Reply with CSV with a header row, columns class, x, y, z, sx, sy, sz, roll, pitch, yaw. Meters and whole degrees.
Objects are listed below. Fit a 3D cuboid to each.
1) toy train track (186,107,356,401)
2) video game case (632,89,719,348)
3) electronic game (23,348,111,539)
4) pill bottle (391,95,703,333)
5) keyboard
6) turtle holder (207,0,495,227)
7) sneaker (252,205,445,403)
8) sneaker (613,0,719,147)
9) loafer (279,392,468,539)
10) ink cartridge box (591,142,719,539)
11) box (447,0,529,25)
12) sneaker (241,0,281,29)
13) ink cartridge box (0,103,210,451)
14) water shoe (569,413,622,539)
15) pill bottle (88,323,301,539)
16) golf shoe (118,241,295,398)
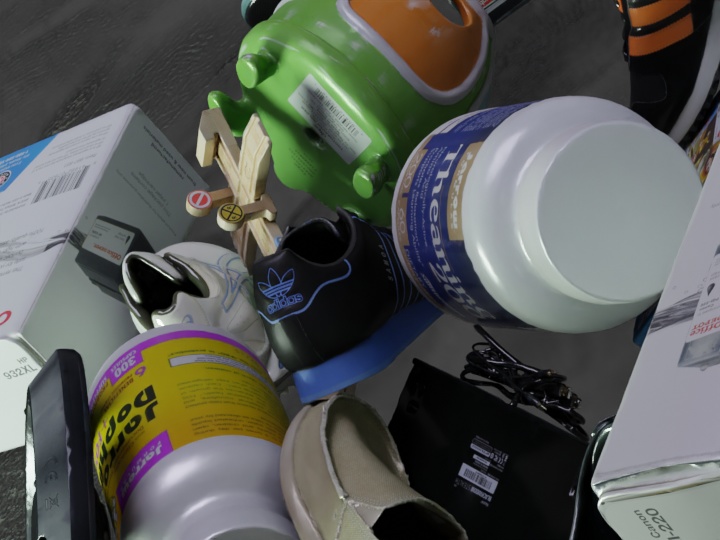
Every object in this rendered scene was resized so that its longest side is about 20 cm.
class,x,y,z,sx,sy,sz,roll,pitch,yaw
toy train track,-0.056,-0.005,1.626,0.032,0.115,0.201,-15,56,-19
video game case,0.190,-0.069,1.414,0.200,0.018,0.144,-57,11,44
electronic game,-0.145,0.139,1.499,0.041,0.201,0.200,-1,28,-8
pill bottle,0.091,-0.026,1.429,0.111,0.111,0.200,-47,11,-10
keyboard,0.075,0.092,1.432,0.200,0.039,0.105,26,93,60
turtle holder,0.009,-0.093,1.688,0.141,0.186,0.132,36,67,27
sneaker,0.000,0.000,1.537,0.070,0.078,0.200,-22,9,20
sneaker,0.148,-0.149,1.475,0.070,0.090,0.201,-72,0,-48
loafer,0.013,0.126,1.404,0.068,0.076,0.200,-38,36,20
ink cartridge box,0.186,0.052,1.202,0.085,0.146,0.201,-14,39,42
box,0.099,-0.257,1.753,0.200,0.159,0.046,-35,25,14
sneaker,0.013,-0.234,1.925,0.199,0.078,0.140,-22,34,33
ink cartridge box,-0.197,0.011,1.839,0.145,0.084,0.201,-18,35,38
water shoe,0.143,0.081,1.290,0.071,0.079,0.200,-8,42,47
pill bottle,-0.076,0.112,1.508,0.104,0.104,0.200,-39,27,5
golf shoe,-0.098,0.012,1.694,0.078,0.097,0.200,-44,26,-1
